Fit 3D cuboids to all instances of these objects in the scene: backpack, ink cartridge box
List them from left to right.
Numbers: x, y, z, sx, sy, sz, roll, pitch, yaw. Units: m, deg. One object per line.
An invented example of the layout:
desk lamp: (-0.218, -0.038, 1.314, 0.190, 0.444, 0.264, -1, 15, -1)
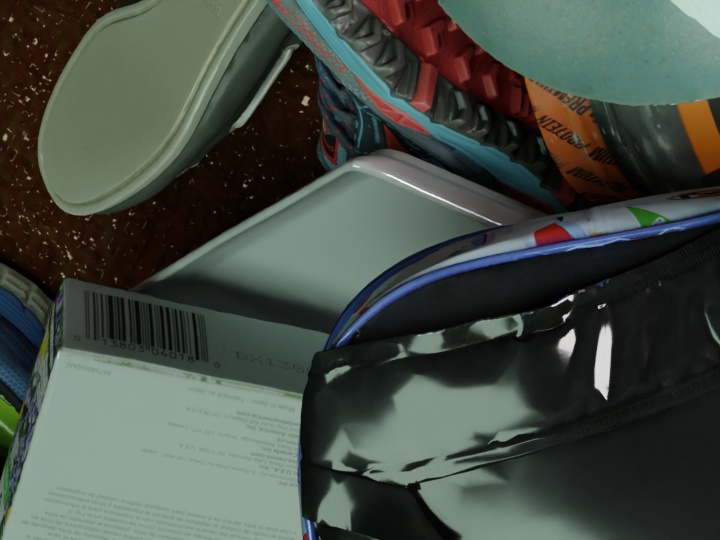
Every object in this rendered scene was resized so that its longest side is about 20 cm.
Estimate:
ink cartridge box: (-0.082, 0.106, 0.982, 0.109, 0.050, 0.200, 13, 120, -14)
backpack: (0.075, 0.062, 0.790, 0.190, 0.154, 0.200, -5, 90, -5)

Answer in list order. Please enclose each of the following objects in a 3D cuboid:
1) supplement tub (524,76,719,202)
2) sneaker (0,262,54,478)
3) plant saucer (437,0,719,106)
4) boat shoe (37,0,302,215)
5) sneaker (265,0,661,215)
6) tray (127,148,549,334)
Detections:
supplement tub: (0.157, -0.084, 0.832, 0.200, 0.123, 0.123, -11, 112, 26)
sneaker: (-0.107, 0.082, 1.038, 0.200, 0.089, 0.079, 33, 123, -1)
plant saucer: (0.094, -0.148, 0.794, 0.201, 0.201, 0.039, -10, 157, 24)
boat shoe: (-0.044, -0.087, 0.945, 0.200, 0.057, 0.067, -49, 59, 37)
sneaker: (0.014, -0.054, 0.894, 0.095, 0.079, 0.200, -19, 136, 35)
tray: (0.000, 0.000, 0.932, 0.107, 0.022, 0.200, 23, 158, -20)
